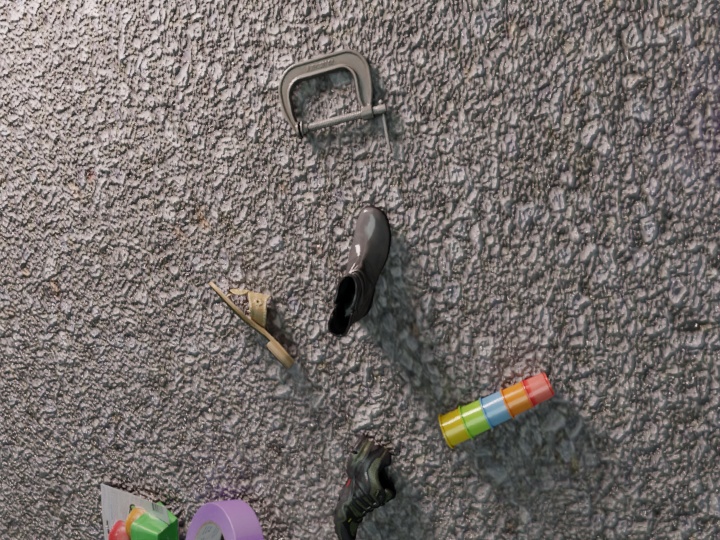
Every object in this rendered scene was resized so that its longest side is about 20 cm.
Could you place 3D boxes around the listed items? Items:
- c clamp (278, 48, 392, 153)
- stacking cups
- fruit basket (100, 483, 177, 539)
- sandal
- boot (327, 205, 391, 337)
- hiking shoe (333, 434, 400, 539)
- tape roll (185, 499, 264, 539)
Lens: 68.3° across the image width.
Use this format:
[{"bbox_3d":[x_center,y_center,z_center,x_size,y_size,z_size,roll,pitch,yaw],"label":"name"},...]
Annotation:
[{"bbox_3d":[-0.047,-0.278,0.899,0.192,0.027,0.179,-3,98,15],"label":"c clamp"},{"bbox_3d":[0.230,0.233,0.895,0.195,0.060,0.062,-28,91,12],"label":"stacking cups"},{"bbox_3d":[-0.468,0.556,1.117,0.193,0.093,0.194,5,100,30],"label":"fruit basket"},{"bbox_3d":[-0.183,0.080,0.980,0.070,0.078,0.212,-43,94,-15],"label":"sandal"},{"bbox_3d":[0.000,0.000,0.874,0.067,0.131,0.209,10,101,13],"label":"boot"},{"bbox_3d":[0.012,0.411,0.962,0.097,0.076,0.208,14,101,15],"label":"hiking shoe"},{"bbox_3d":[-0.261,0.549,1.007,0.196,0.064,0.209,-16,68,43],"label":"tape roll"}]
